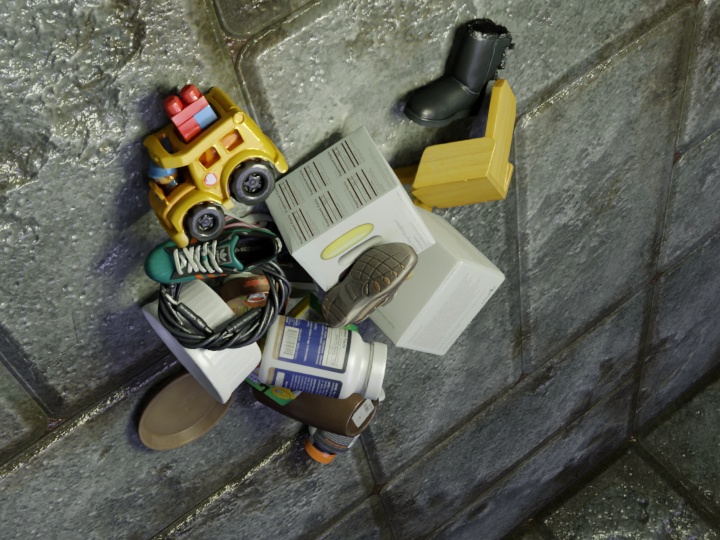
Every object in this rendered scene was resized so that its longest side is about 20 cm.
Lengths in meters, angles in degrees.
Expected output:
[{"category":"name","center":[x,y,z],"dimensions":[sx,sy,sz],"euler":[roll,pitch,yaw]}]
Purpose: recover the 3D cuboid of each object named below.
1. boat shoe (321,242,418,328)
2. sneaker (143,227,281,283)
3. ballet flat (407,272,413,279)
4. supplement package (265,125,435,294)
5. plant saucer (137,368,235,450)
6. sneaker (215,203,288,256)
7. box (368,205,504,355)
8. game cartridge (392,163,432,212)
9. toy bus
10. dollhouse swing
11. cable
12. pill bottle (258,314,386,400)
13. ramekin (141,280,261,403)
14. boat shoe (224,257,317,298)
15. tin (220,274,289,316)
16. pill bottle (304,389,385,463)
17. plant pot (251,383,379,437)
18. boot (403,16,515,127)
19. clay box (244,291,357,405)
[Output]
[{"category":"boat shoe","center":[0.021,0.021,1.599],"dimensions":[0.200,0.075,0.073],"euler":[-37,156,29]},{"category":"sneaker","center":[-0.210,-0.025,1.417],"dimensions":[0.199,0.080,0.072],"euler":[-13,96,-15]},{"category":"ballet flat","center":[0.000,0.000,1.721],"dimensions":[0.063,0.199,0.069],"euler":[-52,136,-30]},{"category":"supplement package","center":[-0.017,-0.086,1.616],"dimensions":[0.199,0.148,0.191],"euler":[-32,145,6]},{"category":"plant saucer","center":[-0.320,0.247,1.808],"dimensions":[0.199,0.029,0.201],"euler":[-27,143,-23]},{"category":"sneaker","center":[-0.180,-0.042,1.585],"dimensions":[0.199,0.086,0.081],"euler":[7,122,-50]},{"category":"box","center":[0.107,0.014,1.796],"dimensions":[0.200,0.199,0.171],"euler":[-53,146,13]},{"category":"game cartridge","center":[0.057,-0.110,1.812],"dimensions":[0.199,0.032,0.177],"euler":[-14,137,-35]},{"category":"toy bus","center":[-0.231,-0.161,1.377],"dimensions":[0.200,0.136,0.192],"euler":[-39,133,-3]},{"category":"dollhouse swing","center":[0.184,-0.222,1.737],"dimensions":[0.180,0.177,0.200],"euler":[-7,172,17]},{"category":"cable","center":[-0.200,0.039,1.480],"dimensions":[0.198,0.165,0.051],"euler":[3,173,-17]},{"category":"pill bottle","center":[-0.061,0.148,1.630],"dimensions":[0.198,0.116,0.116],"euler":[13,128,-4]},{"category":"ramekin","center":[-0.249,0.106,1.583],"dimensions":[0.098,0.200,0.201],"euler":[-41,147,-16]},{"category":"boat shoe","center":[-0.156,0.006,1.693],"dimensions":[0.071,0.061,0.200],"euler":[-22,159,36]},{"category":"tin","center":[-0.180,0.052,1.656],"dimensions":[0.111,0.042,0.200],"euler":[-10,164,-12]},{"category":"pill bottle","center":[-0.041,0.315,2.107],"dimensions":[0.106,0.106,0.201],"euler":[10,119,-51]},{"category":"plant pot","center":[-0.068,0.219,1.853],"dimensions":[0.187,0.199,0.188],"euler":[-37,144,-34]},{"category":"boot","center":[0.167,-0.330,1.649],"dimensions":[0.198,0.073,0.163],"euler":[-20,143,-43]},{"category":"clay box","center":[-0.112,0.141,1.724],"dimensions":[0.115,0.048,0.200],"euler":[38,116,-20]}]
